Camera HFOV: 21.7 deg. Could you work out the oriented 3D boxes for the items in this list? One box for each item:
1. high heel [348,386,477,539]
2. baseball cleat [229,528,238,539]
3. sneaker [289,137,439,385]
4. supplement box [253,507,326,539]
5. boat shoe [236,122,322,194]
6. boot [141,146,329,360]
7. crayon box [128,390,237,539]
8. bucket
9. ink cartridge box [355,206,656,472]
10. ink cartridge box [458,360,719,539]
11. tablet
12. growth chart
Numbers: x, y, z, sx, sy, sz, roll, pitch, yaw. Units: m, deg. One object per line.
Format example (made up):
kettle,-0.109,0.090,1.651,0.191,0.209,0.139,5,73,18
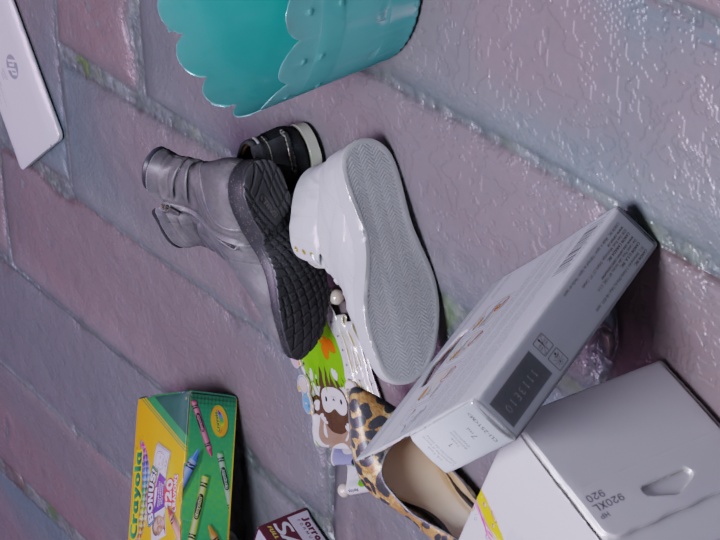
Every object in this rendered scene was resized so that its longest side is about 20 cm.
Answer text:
high heel,0.068,0.178,1.524,0.200,0.071,0.142,59,157,-12
baseball cleat,-0.183,0.317,1.995,0.107,0.070,0.200,50,142,30
sneaker,0.000,0.000,1.553,0.115,0.073,0.201,-19,80,60
supplement box,-0.070,0.339,1.840,0.109,0.061,0.200,51,142,30
boat shoe,-0.103,-0.071,1.673,0.072,0.067,0.200,63,149,10
boot,-0.108,-0.020,1.627,0.131,0.070,0.201,8,124,38
crayon box,-0.181,0.225,1.887,0.119,0.058,0.201,-12,73,57
bucket,-0.058,-0.233,1.451,0.207,0.134,0.208,31,130,46
ink cartridge box,0.100,0.059,1.305,0.044,0.200,0.174,44,148,-6
ink cartridge box,0.171,0.193,1.311,0.145,0.147,0.200,51,143,29
tablet,-0.388,-0.221,2.082,0.130,0.014,0.201,-25,85,58
growth chart,-0.020,0.111,1.685,0.145,0.018,0.201,-31,78,57
